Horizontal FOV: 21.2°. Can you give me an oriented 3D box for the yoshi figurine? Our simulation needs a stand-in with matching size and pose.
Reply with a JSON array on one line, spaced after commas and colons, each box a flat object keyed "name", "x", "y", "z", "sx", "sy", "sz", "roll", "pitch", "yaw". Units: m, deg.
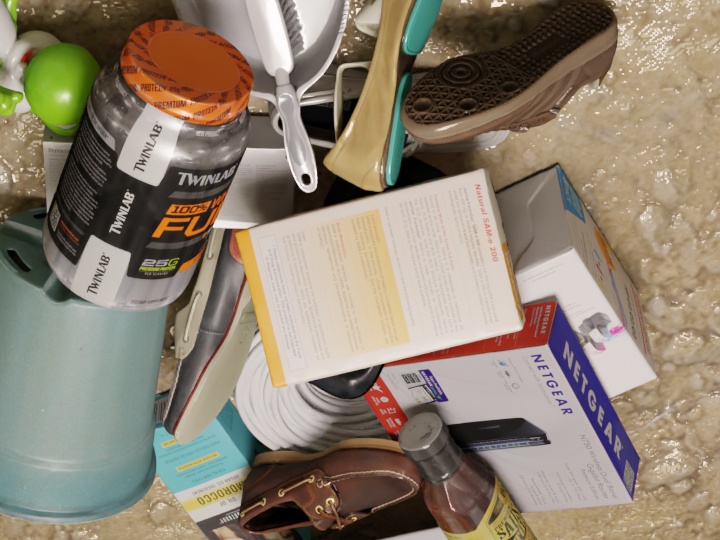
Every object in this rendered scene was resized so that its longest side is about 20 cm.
[{"name": "yoshi figurine", "x": -0.264, "y": -0.173, "z": 1.429, "sx": 0.112, "sy": 0.112, "sz": 0.200, "roll": -40, "pitch": 123, "yaw": 18}]

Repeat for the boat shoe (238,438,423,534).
[{"name": "boat shoe", "x": -0.025, "y": 0.191, "z": 1.642, "sx": 0.199, "sy": 0.071, "sz": 0.070, "roll": -16, "pitch": 133, "yaw": 44}]

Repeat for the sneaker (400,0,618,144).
[{"name": "sneaker", "x": 0.118, "y": -0.130, "z": 1.450, "sx": 0.199, "sy": 0.070, "sz": 0.076, "roll": -28, "pitch": 139, "yaw": -23}]

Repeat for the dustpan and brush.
[{"name": "dustpan and brush", "x": -0.060, "y": -0.159, "z": 1.440, "sx": 0.138, "sy": 0.057, "sz": 0.201, "roll": -12, "pitch": 112, "yaw": 10}]

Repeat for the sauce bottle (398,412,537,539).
[{"name": "sauce bottle", "x": 0.092, "y": 0.197, "z": 1.589, "sx": 0.066, "sy": 0.066, "sz": 0.200, "roll": -22, "pitch": 128, "yaw": 15}]

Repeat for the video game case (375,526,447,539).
[{"name": "video game case", "x": 0.023, "y": 0.255, "z": 1.753, "sx": 0.198, "sy": 0.024, "sz": 0.182, "roll": -13, "pitch": 171, "yaw": 8}]

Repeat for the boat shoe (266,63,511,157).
[{"name": "boat shoe", "x": 0.025, "y": -0.119, "z": 1.504, "sx": 0.198, "sy": 0.066, "sz": 0.072, "roll": 10, "pitch": 127, "yaw": -10}]

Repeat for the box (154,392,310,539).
[{"name": "box", "x": -0.125, "y": 0.190, "z": 1.752, "sx": 0.082, "sy": 0.049, "sz": 0.201, "roll": -22, "pitch": 126, "yaw": 15}]

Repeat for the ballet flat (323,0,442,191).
[{"name": "ballet flat", "x": 0.016, "y": -0.161, "z": 1.437, "sx": 0.063, "sy": 0.069, "sz": 0.202, "roll": 15, "pitch": 93, "yaw": 14}]

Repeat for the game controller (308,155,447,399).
[{"name": "game controller", "x": 0.000, "y": 0.000, "z": 1.544, "sx": 0.104, "sy": 0.042, "sz": 0.201, "roll": 27, "pitch": 95, "yaw": 14}]

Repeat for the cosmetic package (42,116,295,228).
[{"name": "cosmetic package", "x": -0.151, "y": -0.081, "z": 1.537, "sx": 0.198, "sy": 0.051, "sz": 0.083, "roll": 2, "pitch": 131, "yaw": -3}]

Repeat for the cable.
[{"name": "cable", "x": -0.009, "y": 0.085, "z": 1.663, "sx": 0.198, "sy": 0.069, "sz": 0.201, "roll": 10, "pitch": 129, "yaw": -10}]

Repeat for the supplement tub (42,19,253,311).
[{"name": "supplement tub", "x": -0.156, "y": -0.078, "z": 1.426, "sx": 0.122, "sy": 0.123, "sz": 0.201, "roll": 15, "pitch": 129, "yaw": -14}]

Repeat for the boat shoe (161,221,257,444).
[{"name": "boat shoe", "x": -0.123, "y": 0.044, "z": 1.588, "sx": 0.062, "sy": 0.071, "sz": 0.201, "roll": 25, "pitch": 98, "yaw": 16}]

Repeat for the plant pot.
[{"name": "plant pot", "x": -0.245, "y": 0.068, "z": 1.572, "sx": 0.199, "sy": 0.201, "sz": 0.197, "roll": 11, "pitch": 120, "yaw": -10}]

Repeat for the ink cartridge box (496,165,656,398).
[{"name": "ink cartridge box", "x": 0.185, "y": 0.027, "z": 1.594, "sx": 0.067, "sy": 0.116, "sz": 0.200, "roll": -24, "pitch": 126, "yaw": 17}]

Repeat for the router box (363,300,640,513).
[{"name": "router box", "x": 0.112, "y": 0.119, "z": 1.585, "sx": 0.178, "sy": 0.049, "sz": 0.201, "roll": -9, "pitch": 132, "yaw": 28}]

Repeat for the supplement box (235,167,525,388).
[{"name": "supplement box", "x": 0.017, "y": 0.004, "z": 1.478, "sx": 0.198, "sy": 0.074, "sz": 0.127, "roll": -13, "pitch": 92, "yaw": 7}]
